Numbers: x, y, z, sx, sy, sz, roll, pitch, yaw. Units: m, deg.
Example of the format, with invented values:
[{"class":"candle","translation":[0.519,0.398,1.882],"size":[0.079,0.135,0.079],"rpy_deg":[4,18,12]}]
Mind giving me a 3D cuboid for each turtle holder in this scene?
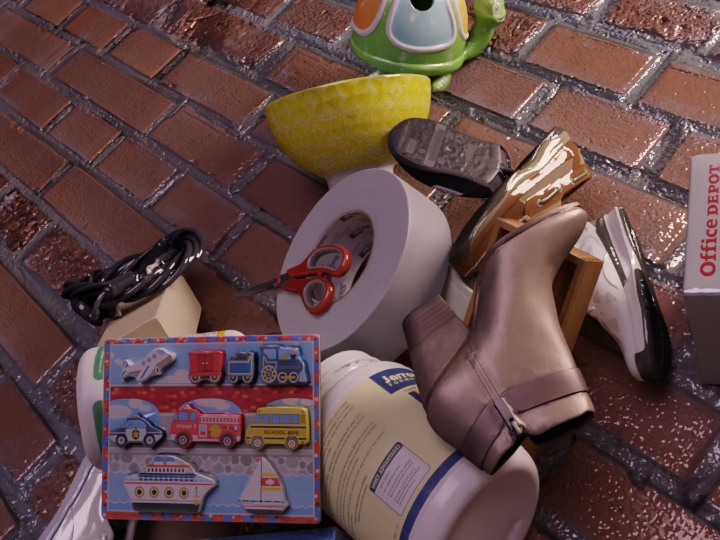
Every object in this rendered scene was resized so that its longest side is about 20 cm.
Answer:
[{"class":"turtle holder","translation":[0.080,-0.305,1.150],"size":[0.182,0.134,0.142],"rpy_deg":[15,35,9]}]

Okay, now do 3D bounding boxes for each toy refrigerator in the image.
[{"class":"toy refrigerator","translation":[-0.224,0.065,1.018],"size":[0.075,0.071,0.200],"rpy_deg":[-30,16,2]}]

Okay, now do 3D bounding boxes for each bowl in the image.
[{"class":"bowl","translation":[-0.007,-0.153,1.092],"size":[0.196,0.200,0.110],"rpy_deg":[-10,91,20]}]

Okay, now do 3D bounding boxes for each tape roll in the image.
[{"class":"tape roll","translation":[0.000,0.000,0.959],"size":[0.199,0.066,0.203],"rpy_deg":[-31,45,36]}]

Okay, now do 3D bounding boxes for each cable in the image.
[{"class":"cable","translation":[-0.260,-0.002,1.063],"size":[0.162,0.051,0.199],"rpy_deg":[-36,16,-18]}]

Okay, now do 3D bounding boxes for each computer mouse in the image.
[{"class":"computer mouse","translation":[0.117,-0.085,1.000],"size":[0.196,0.046,0.142],"rpy_deg":[14,56,1]}]

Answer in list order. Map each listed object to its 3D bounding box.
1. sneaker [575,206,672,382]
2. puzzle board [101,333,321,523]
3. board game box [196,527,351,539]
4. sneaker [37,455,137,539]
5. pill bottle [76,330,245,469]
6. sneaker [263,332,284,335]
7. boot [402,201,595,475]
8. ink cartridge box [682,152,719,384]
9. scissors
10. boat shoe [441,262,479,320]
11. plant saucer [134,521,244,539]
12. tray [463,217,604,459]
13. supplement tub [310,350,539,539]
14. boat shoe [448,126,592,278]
[{"class":"sneaker","translation":[0.217,0.036,0.873],"size":[0.114,0.076,0.203],"rpy_deg":[-23,38,21]},{"class":"puzzle board","translation":[-0.128,0.132,0.783],"size":[0.196,0.017,0.154],"rpy_deg":[-2,83,14]},{"class":"board game box","translation":[-0.103,0.329,0.785],"size":[0.196,0.043,0.203],"rpy_deg":[-11,61,19]},{"class":"sneaker","translation":[-0.256,0.257,0.877],"size":[0.070,0.073,0.203],"rpy_deg":[2,64,35]},{"class":"pill bottle","translation":[-0.155,0.117,0.877],"size":[0.196,0.114,0.114],"rpy_deg":[-8,47,-4]},{"class":"sneaker","translation":[-0.151,0.144,0.970],"size":[0.197,0.076,0.089],"rpy_deg":[-26,57,13]},{"class":"boot","translation":[0.130,0.055,0.717],"size":[0.199,0.070,0.147],"rpy_deg":[-36,59,0]},{"class":"ink cartridge box","translation":[0.371,-0.001,0.758],"size":[0.197,0.145,0.147],"rpy_deg":[-1,54,27]},{"class":"scissors","translation":[-0.076,0.006,0.987],"size":[0.198,0.014,0.074],"rpy_deg":[4,72,54]},{"class":"boat shoe","translation":[0.110,0.034,0.928],"size":[0.201,0.059,0.073],"rpy_deg":[36,116,46]},{"class":"plant saucer","translation":[-0.190,0.243,0.917],"size":[0.197,0.035,0.204],"rpy_deg":[-13,58,21]},{"class":"tray","translation":[0.135,0.067,0.824],"size":[0.098,0.037,0.203],"rpy_deg":[30,109,42]},{"class":"supplement tub","translation":[0.037,0.168,0.797],"size":[0.145,0.146,0.199],"rpy_deg":[-46,48,-14]},{"class":"boat shoe","translation":[0.166,-0.061,0.920],"size":[0.074,0.076,0.200],"rpy_deg":[43,63,2]}]
